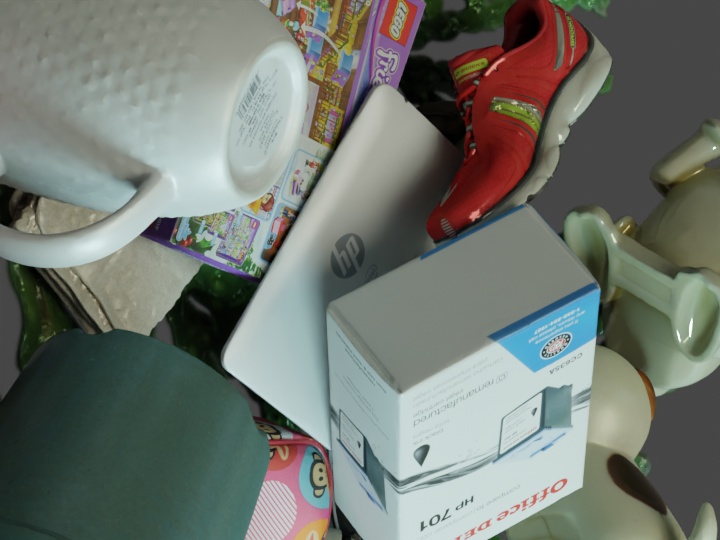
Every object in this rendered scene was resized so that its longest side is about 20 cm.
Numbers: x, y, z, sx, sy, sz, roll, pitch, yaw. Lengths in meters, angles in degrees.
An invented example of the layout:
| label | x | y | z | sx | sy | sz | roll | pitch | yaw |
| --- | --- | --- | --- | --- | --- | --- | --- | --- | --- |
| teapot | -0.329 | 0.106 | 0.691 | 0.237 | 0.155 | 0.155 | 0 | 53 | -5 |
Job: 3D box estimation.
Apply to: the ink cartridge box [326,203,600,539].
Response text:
| label | x | y | z | sx | sy | sz | roll | pitch | yaw |
| --- | --- | --- | --- | --- | --- | --- | --- | --- | --- |
| ink cartridge box | 0.061 | 0.077 | 1.508 | 0.146 | 0.086 | 0.201 | -27 | 143 | -20 |

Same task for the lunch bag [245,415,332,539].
| label | x | y | z | sx | sy | sz | roll | pitch | yaw |
| --- | --- | --- | --- | --- | --- | --- | --- | --- | --- |
| lunch bag | -0.110 | 0.188 | 1.525 | 0.175 | 0.082 | 0.202 | 5 | 98 | -43 |

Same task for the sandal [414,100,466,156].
| label | x | y | z | sx | sy | sz | roll | pitch | yaw |
| --- | --- | --- | --- | --- | --- | --- | --- | --- | --- |
| sandal | 0.057 | -0.086 | 1.627 | 0.201 | 0.080 | 0.057 | -38 | 83 | -22 |

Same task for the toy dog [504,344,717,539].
| label | x | y | z | sx | sy | sz | roll | pitch | yaw |
| --- | --- | --- | --- | --- | --- | --- | --- | --- | --- |
| toy dog | 0.148 | 0.147 | 1.696 | 0.139 | 0.194 | 0.201 | 15 | 57 | -31 |

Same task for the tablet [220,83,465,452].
| label | x | y | z | sx | sy | sz | roll | pitch | yaw |
| --- | --- | --- | --- | --- | --- | --- | --- | --- | --- |
| tablet | 0.000 | 0.000 | 1.530 | 0.130 | 0.014 | 0.201 | 41 | 74 | -43 |

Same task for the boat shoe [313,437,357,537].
| label | x | y | z | sx | sy | sz | roll | pitch | yaw |
| --- | --- | --- | --- | --- | --- | --- | --- | --- | --- |
| boat shoe | 0.015 | 0.128 | 1.635 | 0.071 | 0.068 | 0.202 | -22 | 115 | -37 |

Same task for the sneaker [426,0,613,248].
| label | x | y | z | sx | sy | sz | roll | pitch | yaw |
| --- | --- | --- | --- | --- | --- | --- | --- | --- | --- |
| sneaker | 0.080 | -0.093 | 1.544 | 0.085 | 0.077 | 0.201 | 44 | 52 | -18 |

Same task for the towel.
| label | x | y | z | sx | sy | sz | roll | pitch | yaw |
| --- | --- | --- | --- | --- | --- | --- | --- | --- | --- |
| towel | -0.120 | -0.060 | 1.485 | 0.200 | 0.034 | 0.133 | -52 | 131 | -22 |

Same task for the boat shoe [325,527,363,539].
| label | x | y | z | sx | sy | sz | roll | pitch | yaw |
| --- | --- | --- | --- | --- | --- | --- | --- | --- | --- |
| boat shoe | -0.006 | 0.254 | 1.569 | 0.059 | 0.072 | 0.201 | 11 | 50 | -9 |

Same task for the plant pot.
| label | x | y | z | sx | sy | sz | roll | pitch | yaw |
| --- | --- | --- | --- | --- | --- | --- | --- | --- | --- |
| plant pot | -0.148 | 0.151 | 1.343 | 0.201 | 0.199 | 0.197 | 58 | 41 | -35 |

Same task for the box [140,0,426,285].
| label | x | y | z | sx | sy | sz | roll | pitch | yaw |
| --- | --- | --- | --- | --- | --- | --- | --- | --- | --- |
| box | -0.047 | -0.094 | 1.497 | 0.136 | 0.039 | 0.201 | 24 | 84 | -45 |

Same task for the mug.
| label | x | y | z | sx | sy | sz | roll | pitch | yaw |
| --- | --- | --- | --- | --- | --- | --- | --- | --- | --- |
| mug | -0.136 | -0.083 | 1.329 | 0.201 | 0.174 | 0.148 | -59 | 153 | -30 |

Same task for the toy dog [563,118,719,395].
| label | x | y | z | sx | sy | sz | roll | pitch | yaw |
| --- | --- | --- | --- | --- | --- | --- | --- | --- | --- |
| toy dog | 0.266 | -0.013 | 1.780 | 0.200 | 0.139 | 0.195 | -39 | 135 | -30 |
